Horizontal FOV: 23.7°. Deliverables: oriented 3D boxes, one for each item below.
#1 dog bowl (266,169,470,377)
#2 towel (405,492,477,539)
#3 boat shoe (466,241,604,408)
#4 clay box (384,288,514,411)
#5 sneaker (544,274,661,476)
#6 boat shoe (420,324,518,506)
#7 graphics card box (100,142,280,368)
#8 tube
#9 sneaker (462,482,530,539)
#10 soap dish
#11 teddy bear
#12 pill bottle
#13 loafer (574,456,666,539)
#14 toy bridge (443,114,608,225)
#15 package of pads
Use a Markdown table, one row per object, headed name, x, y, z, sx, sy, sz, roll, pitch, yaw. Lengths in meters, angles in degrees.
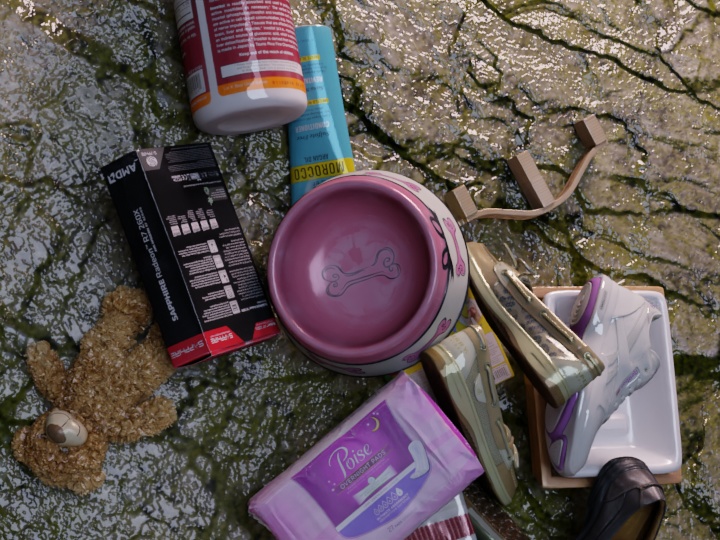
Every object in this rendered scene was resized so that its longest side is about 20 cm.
| name | x | y | z | sx | sy | sz | roll | pitch | yaw |
| --- | --- | --- | --- | --- | --- | --- | --- | --- | --- |
| dog bowl | 0.000 | 0.000 | 1.618 | 0.199 | 0.074 | 0.202 | -1 | 86 | 13 |
| towel | 0.041 | 0.271 | 1.632 | 0.143 | 0.023 | 0.201 | -17 | 86 | -1 |
| boat shoe | 0.157 | 0.042 | 1.634 | 0.062 | 0.073 | 0.200 | -31 | 58 | -3 |
| clay box | 0.058 | 0.039 | 1.698 | 0.114 | 0.048 | 0.201 | -23 | 86 | -24 |
| sneaker | 0.239 | 0.107 | 1.648 | 0.099 | 0.075 | 0.201 | 23 | 71 | -13 |
| boat shoe | 0.119 | 0.142 | 1.647 | 0.063 | 0.073 | 0.201 | -32 | 120 | -12 |
| graphics card box | -0.156 | -0.017 | 1.595 | 0.125 | 0.051 | 0.201 | -16 | 85 | -60 |
| tube | -0.043 | -0.140 | 1.698 | 0.077 | 0.050 | 0.201 | -10 | 81 | 19 |
| sneaker | 0.133 | 0.297 | 1.660 | 0.200 | 0.067 | 0.090 | 43 | 104 | 14 |
| soap dish | 0.238 | 0.118 | 1.731 | 0.156 | 0.081 | 0.201 | 0 | 79 | -20 |
| teddy bear | -0.233 | 0.105 | 1.564 | 0.200 | 0.067 | 0.145 | -37 | 91 | -24 |
| pill bottle | -0.121 | -0.240 | 1.654 | 0.112 | 0.113 | 0.201 | -7 | 82 | -22 |
| loafer | 0.242 | 0.284 | 1.666 | 0.072 | 0.072 | 0.201 | 6 | 108 | -22 |
| toy bridge | 0.178 | -0.090 | 1.781 | 0.199 | 0.027 | 0.068 | -29 | 91 | -23 |
| package of pads | 0.004 | 0.200 | 1.588 | 0.200 | 0.076 | 0.121 | -40 | 88 | -3 |
